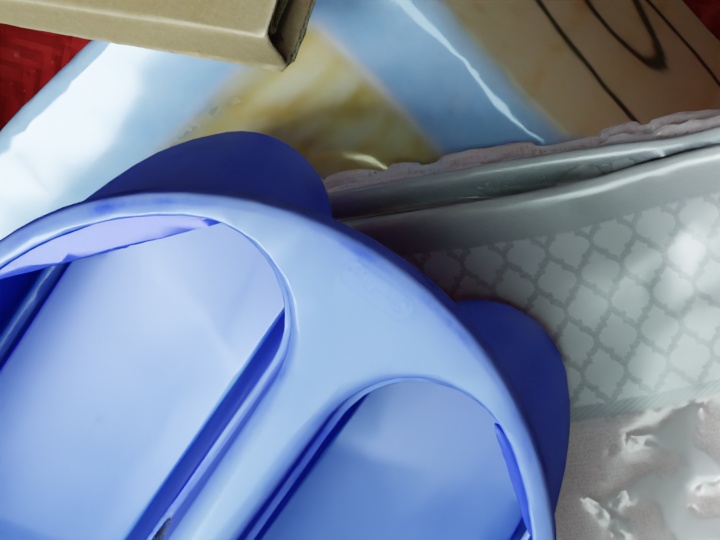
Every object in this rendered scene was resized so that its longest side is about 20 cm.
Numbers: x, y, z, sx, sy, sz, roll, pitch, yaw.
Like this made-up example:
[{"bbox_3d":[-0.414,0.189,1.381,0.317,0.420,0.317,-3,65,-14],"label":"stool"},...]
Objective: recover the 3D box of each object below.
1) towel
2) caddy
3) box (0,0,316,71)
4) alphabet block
[{"bbox_3d":[0.045,0.063,0.620,0.200,0.032,0.191,-10,107,15],"label":"towel"},{"bbox_3d":[-0.042,0.067,0.566,0.141,0.105,0.200,35,112,-1],"label":"caddy"},{"bbox_3d":[-0.082,-0.137,0.629,0.200,0.021,0.164,11,75,25],"label":"box"},{"bbox_3d":[0.000,0.000,0.730,0.196,0.200,0.195,-40,98,21],"label":"alphabet block"}]
